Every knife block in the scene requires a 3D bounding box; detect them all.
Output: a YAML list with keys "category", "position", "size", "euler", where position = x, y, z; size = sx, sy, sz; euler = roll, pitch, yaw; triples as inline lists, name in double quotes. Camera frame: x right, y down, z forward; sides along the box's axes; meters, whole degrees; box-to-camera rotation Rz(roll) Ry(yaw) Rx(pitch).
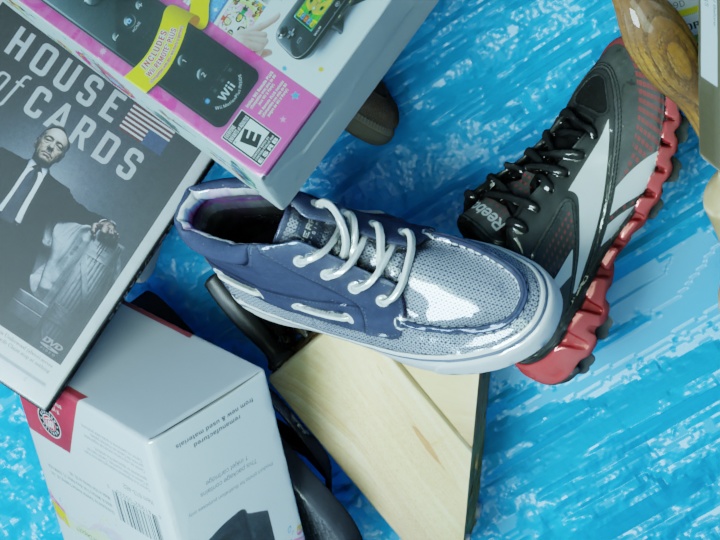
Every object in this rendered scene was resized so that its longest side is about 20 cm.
- category: "knife block"
  position: [-0.012, 0.064, 1.261]
  size: [0.174, 0.064, 0.202]
  euler: [7, 107, 10]

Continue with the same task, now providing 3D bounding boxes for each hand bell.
- category: "hand bell"
  position: [0.183, -0.072, 1.131]
  size: [0.104, 0.104, 0.200]
  euler: [-30, 116, 17]

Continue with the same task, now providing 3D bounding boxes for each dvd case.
- category: "dvd case"
  position: [-0.174, -0.049, 1.174]
  size: [0.150, 0.025, 0.201]
  euler: [33, 83, -2]

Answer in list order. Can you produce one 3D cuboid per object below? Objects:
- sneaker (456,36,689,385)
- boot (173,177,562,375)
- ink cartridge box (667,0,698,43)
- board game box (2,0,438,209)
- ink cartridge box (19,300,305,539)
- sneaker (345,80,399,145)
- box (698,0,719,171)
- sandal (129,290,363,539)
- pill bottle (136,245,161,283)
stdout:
- category: "sneaker"
  position: [0.108, -0.039, 1.180]
  size: [0.097, 0.071, 0.202]
  euler: [17, 101, -31]
- category: "boot"
  position: [0.000, 0.000, 1.128]
  size: [0.199, 0.090, 0.073]
  euler: [6, 70, 30]
- category: "ink cartridge box"
  position: [0.189, -0.224, 1.103]
  size: [0.147, 0.076, 0.201]
  euler: [-16, 120, 15]
- category: "board game box"
  position: [-0.077, -0.151, 1.109]
  size: [0.199, 0.064, 0.148]
  euler: [36, 87, 17]
- category: "ink cartridge box"
  position: [-0.105, 0.137, 1.233]
  size: [0.145, 0.083, 0.201]
  euler: [23, 134, 46]
- category: "sneaker"
  position: [-0.040, -0.152, 1.194]
  size: [0.200, 0.070, 0.076]
  euler: [41, 97, -17]
- category: "box"
  position: [0.262, -0.126, 1.083]
  size: [0.198, 0.032, 0.122]
  euler: [-13, 115, -16]
- category: "sandal"
  position: [-0.062, 0.084, 1.256]
  size: [0.043, 0.076, 0.200]
  euler: [-35, 75, -21]
- category: "pill bottle"
  position: [-0.214, -0.044, 1.246]
  size: [0.198, 0.112, 0.113]
  euler: [6, 107, 10]
